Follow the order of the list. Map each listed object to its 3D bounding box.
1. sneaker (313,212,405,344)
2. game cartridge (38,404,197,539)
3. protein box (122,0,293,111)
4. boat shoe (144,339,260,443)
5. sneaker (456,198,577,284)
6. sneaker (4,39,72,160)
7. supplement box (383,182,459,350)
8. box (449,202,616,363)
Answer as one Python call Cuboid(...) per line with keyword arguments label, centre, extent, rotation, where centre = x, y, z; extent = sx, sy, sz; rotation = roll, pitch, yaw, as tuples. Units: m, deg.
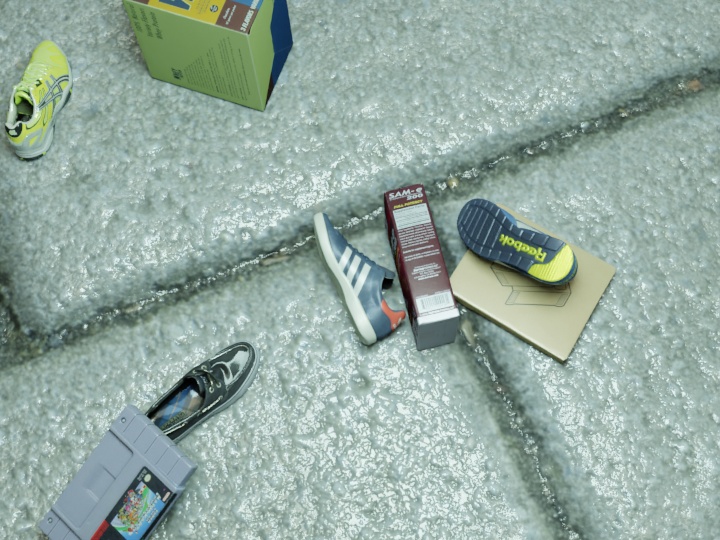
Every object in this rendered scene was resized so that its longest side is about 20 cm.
Cuboid(label="sneaker", centre=(0.000, 0.000, 1.378), extent=(0.083, 0.075, 0.203), rotation=(-24, 79, -7))
Cuboid(label="game cartridge", centre=(-0.313, 0.293, 1.254), extent=(0.129, 0.038, 0.201), rotation=(38, 92, 20))
Cuboid(label="protein box", centre=(-0.223, -0.375, 1.465), extent=(0.197, 0.199, 0.137), rotation=(18, 68, 9))
Cuboid(label="boat shoe", centre=(-0.220, 0.162, 1.318), extent=(0.199, 0.066, 0.070), rotation=(-37, 71, -12))
Cuboid(label="sneaker", centre=(0.220, -0.034, 1.366), extent=(0.199, 0.082, 0.075), rotation=(34, 99, 33))
Cuboid(label="sneaker", centre=(-0.496, -0.274, 1.498), extent=(0.074, 0.077, 0.204), rotation=(1, 67, 4))
Cuboid(label="supplement box", centre=(0.083, -0.005, 1.356), extent=(0.060, 0.109, 0.203), rotation=(-12, 67, -3))
Cuboid(label="box", centre=(0.242, 0.014, 1.390), extent=(0.198, 0.021, 0.165), rotation=(30, 71, 14))
